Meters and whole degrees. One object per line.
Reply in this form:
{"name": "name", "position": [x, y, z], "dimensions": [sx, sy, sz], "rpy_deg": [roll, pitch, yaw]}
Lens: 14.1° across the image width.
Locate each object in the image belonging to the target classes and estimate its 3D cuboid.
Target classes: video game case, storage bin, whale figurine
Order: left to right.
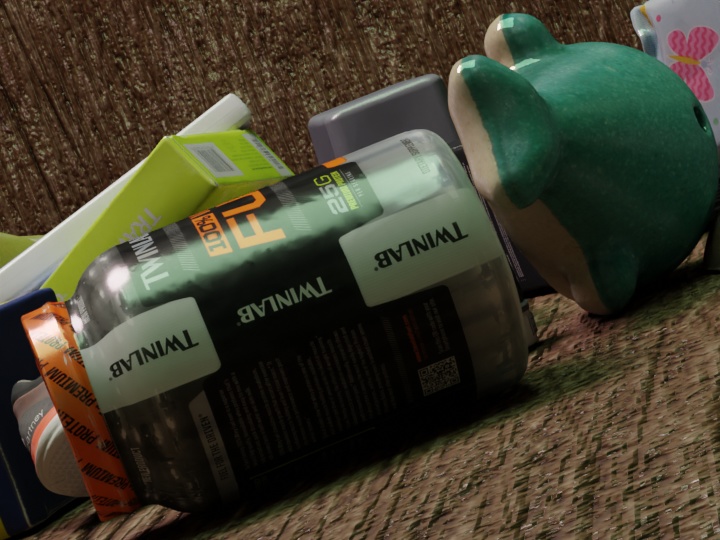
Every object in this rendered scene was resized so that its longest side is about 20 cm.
{"name": "video game case", "position": [-0.152, -0.009, 1.734], "dimensions": [0.200, 0.023, 0.182], "rpy_deg": [-39, -10, -18]}
{"name": "storage bin", "position": [0.021, -0.051, 1.943], "dimensions": [0.145, 0.135, 0.200], "rpy_deg": [-21, 3, -4]}
{"name": "whale figurine", "position": [0.110, -0.059, 1.407], "dimensions": [0.103, 0.160, 0.200], "rpy_deg": [-23, -17, 17]}

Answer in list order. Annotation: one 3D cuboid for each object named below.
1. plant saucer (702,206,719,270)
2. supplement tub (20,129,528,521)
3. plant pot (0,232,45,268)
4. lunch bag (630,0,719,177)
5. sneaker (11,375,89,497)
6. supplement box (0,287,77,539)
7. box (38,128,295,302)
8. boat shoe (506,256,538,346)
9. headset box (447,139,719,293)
{"name": "plant saucer", "position": [0.257, -0.050, 1.426], "dimensions": [0.199, 0.032, 0.200], "rpy_deg": [-20, 3, 1]}
{"name": "supplement tub", "position": [-0.038, 0.027, 1.261], "dimensions": [0.199, 0.123, 0.123], "rpy_deg": [-22, 4, -7]}
{"name": "plant pot", "position": [-0.274, 0.050, 1.880], "dimensions": [0.192, 0.201, 0.200], "rpy_deg": [-10, -5, -41]}
{"name": "lunch bag", "position": [0.277, -0.127, 1.547], "dimensions": [0.200, 0.128, 0.169], "rpy_deg": [-9, -14, -43]}
{"name": "sneaker", "position": [-0.087, 0.027, 1.425], "dimensions": [0.200, 0.077, 0.082], "rpy_deg": [-31, 45, -14]}
{"name": "supplement box", "position": [-0.246, 0.098, 1.520], "dimensions": [0.199, 0.110, 0.109], "rpy_deg": [-19, 4, 25]}
{"name": "box", "position": [-0.134, 0.007, 1.658], "dimensions": [0.200, 0.048, 0.122], "rpy_deg": [-49, -12, 17]}
{"name": "boat shoe", "position": [-0.014, 0.038, 1.385], "dimensions": [0.199, 0.068, 0.072], "rpy_deg": [-22, 4, -11]}
{"name": "headset box", "position": [0.130, -0.054, 1.696], "dimensions": [0.174, 0.093, 0.200], "rpy_deg": [-23, 3, -27]}
